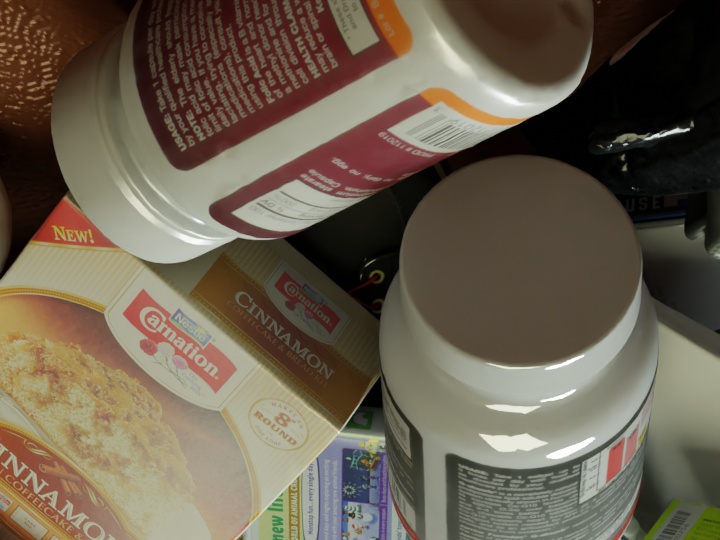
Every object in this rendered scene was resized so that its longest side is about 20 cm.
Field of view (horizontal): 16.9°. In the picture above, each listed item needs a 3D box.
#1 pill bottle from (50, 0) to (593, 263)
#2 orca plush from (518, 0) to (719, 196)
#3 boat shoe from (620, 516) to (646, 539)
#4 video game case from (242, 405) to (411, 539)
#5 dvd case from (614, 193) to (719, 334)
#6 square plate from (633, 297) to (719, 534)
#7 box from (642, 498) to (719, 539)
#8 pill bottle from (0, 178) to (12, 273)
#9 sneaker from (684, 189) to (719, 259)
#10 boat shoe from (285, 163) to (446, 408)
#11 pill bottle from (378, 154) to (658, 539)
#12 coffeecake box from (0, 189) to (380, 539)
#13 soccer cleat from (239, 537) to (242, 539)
[{"bbox_3d":[-0.019,-0.080,0.924,0.199,0.115,0.114,-24,136,38],"label":"pill bottle"},{"bbox_3d":[0.106,-0.069,0.927,0.071,0.106,0.199,-16,-165,-37],"label":"orca plush"},{"bbox_3d":[0.116,0.183,1.131,0.070,0.091,0.200,-22,126,27],"label":"boat shoe"},{"bbox_3d":[0.032,0.144,1.189,0.180,0.022,0.201,6,134,5],"label":"video game case"},{"bbox_3d":[0.169,0.010,1.110,0.198,0.025,0.151,-5,145,18],"label":"dvd case"},{"bbox_3d":[0.173,0.094,1.107,0.199,0.028,0.199,30,148,26],"label":"square plate"},{"bbox_3d":[0.215,0.198,1.111,0.121,0.048,0.201,9,138,48],"label":"box"},{"bbox_3d":[-0.246,0.010,1.099,0.112,0.113,0.200,22,143,-23],"label":"pill bottle"},{"bbox_3d":[0.209,-0.030,0.991,0.199,0.077,0.114,34,143,-22],"label":"sneaker"},{"bbox_3d":[0.003,0.000,1.091,0.073,0.063,0.202,3,145,9],"label":"boat shoe"},{"bbox_3d":[0.066,0.045,1.010,0.115,0.117,0.200,3,151,4],"label":"pill bottle"},{"bbox_3d":[-0.102,0.055,1.087,0.153,0.073,0.200,40,131,-3],"label":"coffeecake box"},{"bbox_3d":[-0.020,0.134,1.297,0.080,0.068,0.200,1,148,-15],"label":"soccer cleat"}]
